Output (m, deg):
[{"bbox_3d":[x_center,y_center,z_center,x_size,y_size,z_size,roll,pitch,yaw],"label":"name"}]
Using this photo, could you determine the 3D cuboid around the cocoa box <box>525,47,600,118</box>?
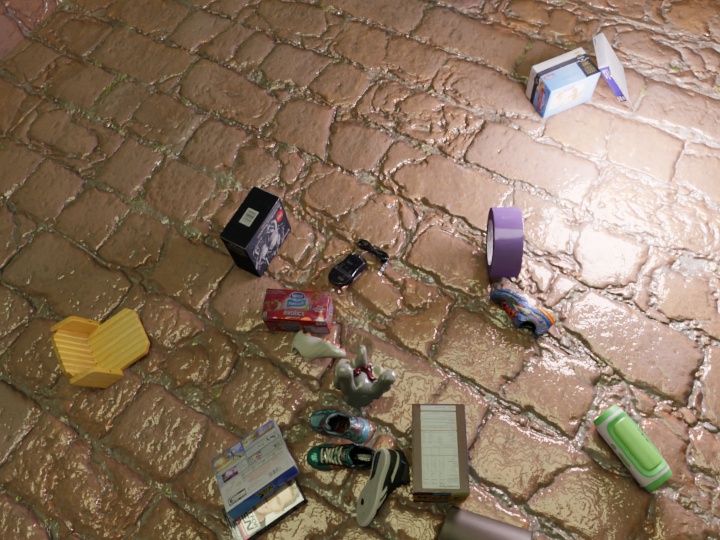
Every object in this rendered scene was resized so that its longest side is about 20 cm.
[{"bbox_3d":[0.694,-0.644,1.941,0.196,0.134,0.133,-22,63,-6],"label":"cocoa box"}]

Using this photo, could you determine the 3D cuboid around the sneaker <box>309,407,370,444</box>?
[{"bbox_3d":[-0.070,0.396,1.486,0.197,0.095,0.081,-2,63,40],"label":"sneaker"}]

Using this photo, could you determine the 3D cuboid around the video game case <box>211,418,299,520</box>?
[{"bbox_3d":[-0.276,0.510,1.464,0.197,0.046,0.181,-32,37,-10],"label":"video game case"}]

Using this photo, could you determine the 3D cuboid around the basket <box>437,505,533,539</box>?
[{"bbox_3d":[0.284,0.659,1.331,0.196,0.137,0.183,20,63,19],"label":"basket"}]

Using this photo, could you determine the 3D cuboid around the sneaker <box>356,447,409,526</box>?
[{"bbox_3d":[0.068,0.558,1.435,0.073,0.110,0.205,25,96,58],"label":"sneaker"}]

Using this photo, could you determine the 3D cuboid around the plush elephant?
[{"bbox_3d":[0.002,0.286,1.540,0.160,0.203,0.157,4,39,-7],"label":"plush elephant"}]

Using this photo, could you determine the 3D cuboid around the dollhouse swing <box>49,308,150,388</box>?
[{"bbox_3d":[-0.757,0.205,1.647,0.175,0.181,0.202,-40,64,8],"label":"dollhouse swing"}]

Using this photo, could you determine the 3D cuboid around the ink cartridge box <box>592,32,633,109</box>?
[{"bbox_3d":[0.856,-0.669,1.915,0.040,0.198,0.205,-21,52,37],"label":"ink cartridge box"}]

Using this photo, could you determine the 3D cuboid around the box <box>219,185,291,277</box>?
[{"bbox_3d":[-0.320,-0.118,1.750,0.102,0.183,0.203,23,68,16],"label":"box"}]

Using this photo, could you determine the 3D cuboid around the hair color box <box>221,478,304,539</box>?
[{"bbox_3d":[-0.245,0.605,1.447,0.197,0.061,0.101,-32,65,-11],"label":"hair color box"}]

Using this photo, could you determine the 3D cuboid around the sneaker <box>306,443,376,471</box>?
[{"bbox_3d":[-0.049,0.483,1.476,0.194,0.080,0.073,-2,63,5],"label":"sneaker"}]

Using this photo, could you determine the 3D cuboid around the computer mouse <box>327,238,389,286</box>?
[{"bbox_3d":[0.000,0.000,1.739,0.138,0.047,0.201,27,57,22],"label":"computer mouse"}]

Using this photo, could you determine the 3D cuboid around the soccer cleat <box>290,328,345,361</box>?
[{"bbox_3d":[-0.120,0.228,1.601,0.197,0.069,0.079,13,74,42],"label":"soccer cleat"}]

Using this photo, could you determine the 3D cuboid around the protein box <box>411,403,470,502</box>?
[{"bbox_3d":[0.194,0.457,1.399,0.131,0.200,0.205,-1,63,5],"label":"protein box"}]

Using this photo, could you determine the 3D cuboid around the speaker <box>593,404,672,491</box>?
[{"bbox_3d":[0.684,0.445,1.423,0.087,0.089,0.202,-30,64,-10],"label":"speaker"}]

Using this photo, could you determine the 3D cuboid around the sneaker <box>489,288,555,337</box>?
[{"bbox_3d":[0.455,0.120,1.617,0.197,0.076,0.079,31,73,21],"label":"sneaker"}]

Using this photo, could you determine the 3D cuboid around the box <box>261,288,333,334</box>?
[{"bbox_3d":[-0.183,0.120,1.662,0.194,0.100,0.098,3,63,7],"label":"box"}]

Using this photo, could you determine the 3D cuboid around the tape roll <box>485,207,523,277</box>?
[{"bbox_3d":[0.419,-0.082,1.649,0.083,0.201,0.205,0,63,6],"label":"tape roll"}]
